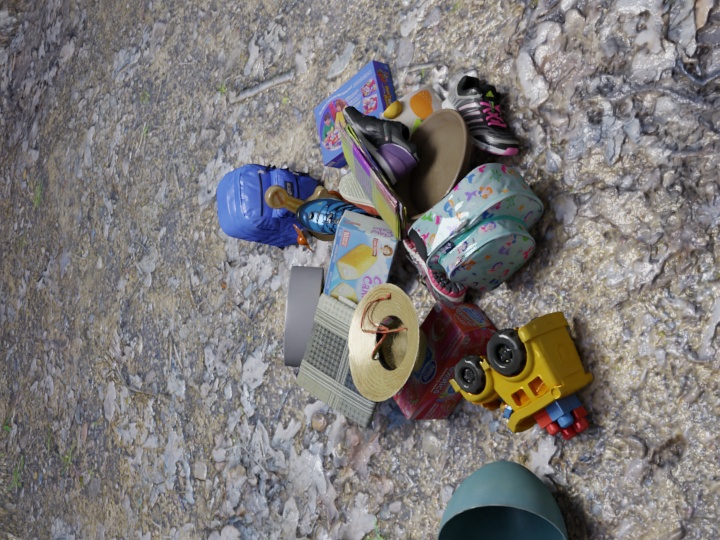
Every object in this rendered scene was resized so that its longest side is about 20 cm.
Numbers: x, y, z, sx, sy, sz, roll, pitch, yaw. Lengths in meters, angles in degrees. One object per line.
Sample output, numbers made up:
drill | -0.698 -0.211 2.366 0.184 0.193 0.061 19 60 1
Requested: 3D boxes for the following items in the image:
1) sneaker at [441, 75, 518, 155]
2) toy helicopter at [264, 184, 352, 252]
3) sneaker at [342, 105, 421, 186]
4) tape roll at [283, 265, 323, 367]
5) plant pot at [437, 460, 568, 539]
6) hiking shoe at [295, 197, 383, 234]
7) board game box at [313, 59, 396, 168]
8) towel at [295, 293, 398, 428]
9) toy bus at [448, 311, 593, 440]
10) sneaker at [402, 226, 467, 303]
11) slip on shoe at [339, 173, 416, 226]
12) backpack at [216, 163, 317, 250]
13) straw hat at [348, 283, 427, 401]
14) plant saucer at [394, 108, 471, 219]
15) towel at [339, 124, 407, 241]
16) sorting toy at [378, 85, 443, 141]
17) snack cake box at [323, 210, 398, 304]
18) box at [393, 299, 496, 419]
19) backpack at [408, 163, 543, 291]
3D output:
sneaker | 0.214 -0.272 1.635 0.200 0.073 0.088 55 131 43
toy helicopter | -0.112 -0.112 1.900 0.079 0.199 0.133 36 101 52
sneaker | 0.042 -0.238 1.701 0.087 0.076 0.201 -33 54 -1
tape roll | -0.112 0.092 1.893 0.200 0.065 0.203 -176 90 -90
plant pot | 0.224 0.378 1.480 0.200 0.199 0.135 -46 17 35
hiking shoe | -0.031 -0.101 1.819 0.197 0.087 0.075 8 91 8
board game box | -0.010 -0.314 1.925 0.199 0.044 0.136 -30 63 43
towel | -0.024 0.160 1.735 0.199 0.034 0.195 27 106 38
toy bus | 0.265 0.188 1.493 0.200 0.135 0.193 -41 72 41
sneaker | 0.127 -0.009 1.707 0.075 0.080 0.201 93 160 -46
slip on shoe | 0.054 -0.127 1.762 0.198 0.061 0.075 20 77 22
backpack | -0.196 -0.150 2.005 0.167 0.198 0.165 -24 67 45
straw hat | 0.067 0.124 1.599 0.200 0.084 0.204 -22 61 48
plant saucer | 0.127 -0.181 1.640 0.200 0.029 0.202 -36 44 44
towel | 0.025 -0.153 1.671 0.201 0.023 0.144 57 171 22
sorting toy | 0.098 -0.207 1.767 0.181 0.106 0.200 54 126 15
snack cake box | 0.000 0.000 1.778 0.067 0.114 0.202 -66 -9 -58
box | 0.142 0.158 1.646 0.201 0.099 0.096 -59 45 26
backpack | 0.201 -0.071 1.551 0.200 0.177 0.151 -49 53 20
